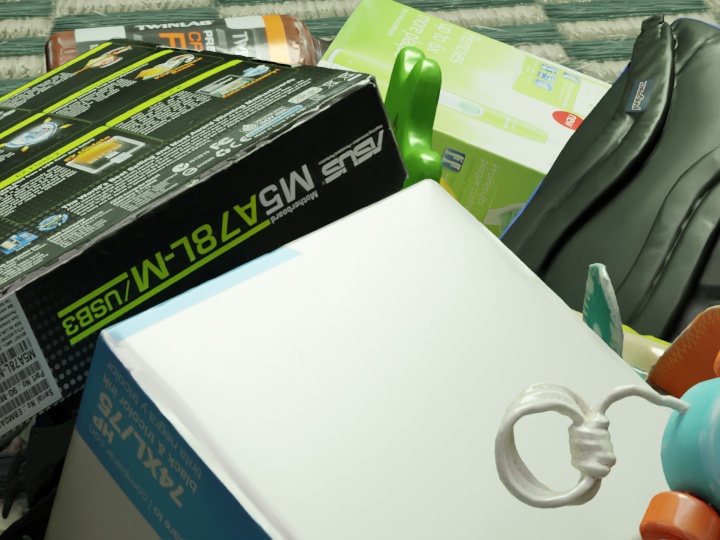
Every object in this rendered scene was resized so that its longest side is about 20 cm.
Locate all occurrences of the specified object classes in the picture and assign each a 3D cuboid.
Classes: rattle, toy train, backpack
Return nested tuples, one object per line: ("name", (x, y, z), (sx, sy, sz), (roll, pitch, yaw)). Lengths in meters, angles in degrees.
("rattle", (0.080, 0.075, 0.711), (0.130, 0.143, 0.200), (39, -1, -9))
("toy train", (0.116, 0.116, 0.539), (0.149, 0.202, 0.056), (-16, -2, -30))
("backpack", (0.160, 0.017, 0.902), (0.200, 0.168, 0.162), (-48, 39, -12))

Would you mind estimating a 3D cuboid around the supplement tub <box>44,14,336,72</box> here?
("supplement tub", (-0.089, -0.100, 1.198), (0.198, 0.108, 0.107), (-6, 27, -8))

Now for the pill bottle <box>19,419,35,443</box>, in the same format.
("pill bottle", (-0.121, 0.006, 0.986), (0.112, 0.114, 0.200), (-3, 27, -4))

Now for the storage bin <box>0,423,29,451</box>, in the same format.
("storage bin", (-0.257, 0.062, 0.829), (0.199, 0.135, 0.146), (-17, 68, -30))

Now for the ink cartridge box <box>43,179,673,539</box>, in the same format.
("ink cartridge box", (-0.007, 0.107, 0.648), (0.146, 0.201, 0.146), (-25, 60, -39))

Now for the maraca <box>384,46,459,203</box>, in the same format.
("maraca", (0.000, 0.000, 0.795), (0.106, 0.201, 0.138), (7, 53, -13))

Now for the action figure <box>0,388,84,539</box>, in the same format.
("action figure", (-0.107, 0.026, 0.802), (0.069, 0.130, 0.201), (-35, 43, 27))

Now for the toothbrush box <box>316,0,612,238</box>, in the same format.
("toothbrush box", (0.067, -0.060, 1.076), (0.198, 0.087, 0.146), (23, 29, 3))

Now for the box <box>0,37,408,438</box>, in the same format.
("box", (-0.114, -0.015, 0.677), (0.199, 0.048, 0.193), (-33, 24, -26))
